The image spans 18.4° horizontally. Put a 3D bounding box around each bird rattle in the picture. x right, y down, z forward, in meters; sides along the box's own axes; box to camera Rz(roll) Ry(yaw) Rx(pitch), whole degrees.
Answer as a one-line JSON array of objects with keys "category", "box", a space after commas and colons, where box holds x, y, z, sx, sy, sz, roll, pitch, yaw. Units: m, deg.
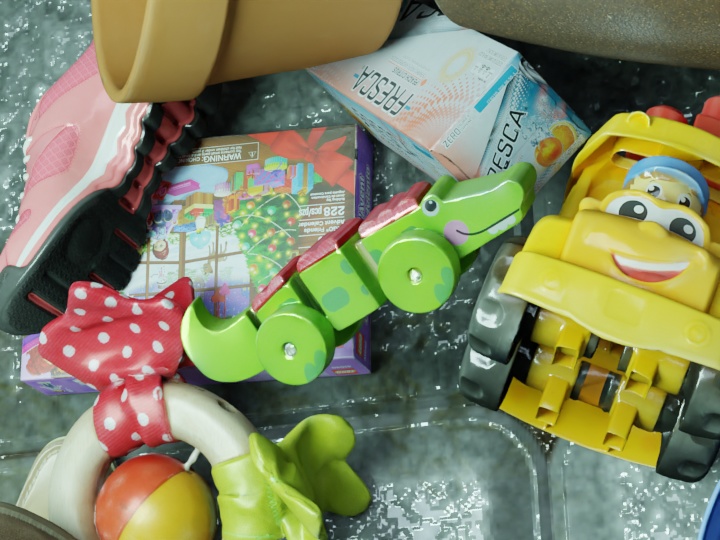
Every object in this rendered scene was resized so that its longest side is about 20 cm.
[{"category": "bird rattle", "box": [-0.101, 0.106, 1.164, 0.200, 0.113, 0.163, 35, 99, 5]}]

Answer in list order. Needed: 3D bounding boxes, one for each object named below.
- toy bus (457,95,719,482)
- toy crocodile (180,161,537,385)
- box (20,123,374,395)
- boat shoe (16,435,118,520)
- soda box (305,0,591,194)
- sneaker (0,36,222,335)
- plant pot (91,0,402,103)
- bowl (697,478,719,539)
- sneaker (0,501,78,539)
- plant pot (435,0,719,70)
[{"category": "toy bus", "box": [0.144, -0.011, 1.099, 0.135, 0.200, 0.193, 22, 75, 7]}, {"category": "toy crocodile", "box": [0.000, 0.000, 1.082, 0.200, 0.068, 0.062, -31, 97, 27]}, {"category": "box", "box": [-0.092, -0.005, 1.255, 0.199, 0.039, 0.138, -5, 72, 16]}, {"category": "boat shoe", "box": [-0.175, 0.185, 1.207, 0.072, 0.065, 0.201, 6, 75, 18]}, {"category": "soda box", "box": [0.041, -0.092, 1.169, 0.068, 0.064, 0.200, -47, 28, -1]}, {"category": "sneaker", "box": [-0.157, -0.054, 1.241, 0.087, 0.074, 0.201, 21, 73, 33]}, {"category": "plant pot", "box": [-0.057, -0.184, 1.149, 0.139, 0.200, 0.201, 1, 71, -17]}, {"category": "bowl", "box": [0.257, 0.146, 1.032, 0.200, 0.039, 0.202, -5, 72, 16]}, {"category": "sneaker", "box": [-0.146, 0.205, 1.132, 0.070, 0.076, 0.200, -35, 106, 13]}, {"category": "plant pot", "box": [0.133, -0.177, 1.067, 0.199, 0.187, 0.188, -5, 72, 26]}]
